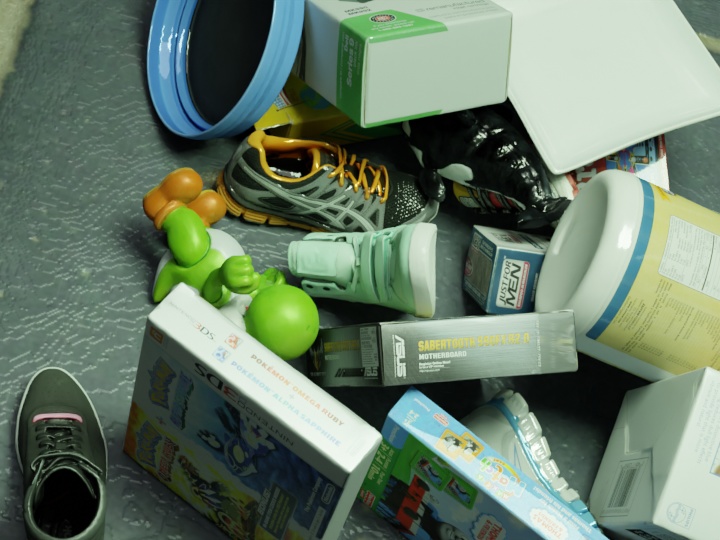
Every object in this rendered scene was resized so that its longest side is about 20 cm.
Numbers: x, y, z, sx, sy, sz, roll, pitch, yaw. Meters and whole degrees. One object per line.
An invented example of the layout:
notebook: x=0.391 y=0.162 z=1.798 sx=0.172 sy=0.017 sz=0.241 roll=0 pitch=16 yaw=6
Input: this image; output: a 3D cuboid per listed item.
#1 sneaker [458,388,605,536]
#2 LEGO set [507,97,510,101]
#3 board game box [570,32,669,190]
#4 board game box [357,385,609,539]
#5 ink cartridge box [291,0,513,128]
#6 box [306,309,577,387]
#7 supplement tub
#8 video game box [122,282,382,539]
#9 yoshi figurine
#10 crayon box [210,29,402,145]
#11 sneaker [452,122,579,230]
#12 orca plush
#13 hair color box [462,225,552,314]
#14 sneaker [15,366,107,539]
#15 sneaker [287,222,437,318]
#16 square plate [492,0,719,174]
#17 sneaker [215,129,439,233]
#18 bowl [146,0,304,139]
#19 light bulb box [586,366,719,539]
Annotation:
sneaker: x=0.129 y=0.195 z=1.300 sx=0.086 sy=0.075 sz=0.201 roll=-23 pitch=59 yaw=-16
LEGO set: x=0.218 y=-0.188 z=1.558 sx=0.153 sy=0.116 sz=0.201 roll=-14 pitch=60 yaw=-24
board game box: x=0.226 y=-0.113 z=1.496 sx=0.102 sy=0.019 sz=0.202 roll=-5 pitch=82 yaw=7
board game box: x=0.094 y=0.191 z=1.231 sx=0.199 sy=0.152 sz=0.037 roll=36 pitch=59 yaw=12
ink cartridge box: x=0.018 y=-0.207 z=1.422 sx=0.145 sy=0.085 sz=0.200 roll=-14 pitch=33 yaw=-26
box: x=0.058 y=0.062 z=1.288 sx=0.157 sy=0.200 sz=0.049 roll=-4 pitch=88 yaw=-18
supplement tub: x=0.255 y=0.020 z=1.303 sx=0.199 sy=0.145 sz=0.145 roll=23 pitch=52 yaw=-12
video game box: x=-0.086 y=0.126 z=1.197 sx=0.182 sy=0.200 sz=0.047 roll=38 pitch=55 yaw=13
yoshi figurine: x=-0.095 y=0.008 z=1.339 sx=0.112 sy=0.112 sz=0.201 roll=-13 pitch=63 yaw=-31
crayon box: x=-0.031 y=-0.179 z=1.523 sx=0.199 sy=0.051 sz=0.128 roll=-12 pitch=59 yaw=-24
sneaker: x=0.132 y=-0.073 z=1.464 sx=0.082 sy=0.078 sz=0.200 roll=-39 pitch=44 yaw=-10
orca plush: x=0.093 y=-0.105 z=1.410 sx=0.105 sy=0.071 sz=0.200 roll=-33 pitch=47 yaw=3
hair color box: x=0.197 y=0.012 z=1.418 sx=0.198 sy=0.061 sz=0.100 roll=9 pitch=10 yaw=-10
sneaker: x=-0.218 y=0.141 z=1.212 sx=0.070 sy=0.099 sz=0.201 roll=-1 pitch=54 yaw=-14
sneaker: x=0.000 y=0.000 z=1.332 sx=0.117 sy=0.200 sz=0.074 roll=3 pitch=85 yaw=-5
square plate: x=0.206 y=-0.187 z=1.455 sx=0.199 sy=0.029 sz=0.199 roll=-20 pitch=65 yaw=-19
sneaker: x=-0.023 y=-0.074 z=1.435 sx=0.198 sy=0.077 sz=0.079 roll=6 pitch=51 yaw=-15
bowl: x=-0.119 y=-0.212 z=1.438 sx=0.039 sy=0.201 sz=0.202 roll=11 pitch=49 yaw=-38
light bulb box: x=0.301 y=0.174 z=1.250 sx=0.199 sy=0.198 sz=0.126 roll=23 pitch=79 yaw=-3
